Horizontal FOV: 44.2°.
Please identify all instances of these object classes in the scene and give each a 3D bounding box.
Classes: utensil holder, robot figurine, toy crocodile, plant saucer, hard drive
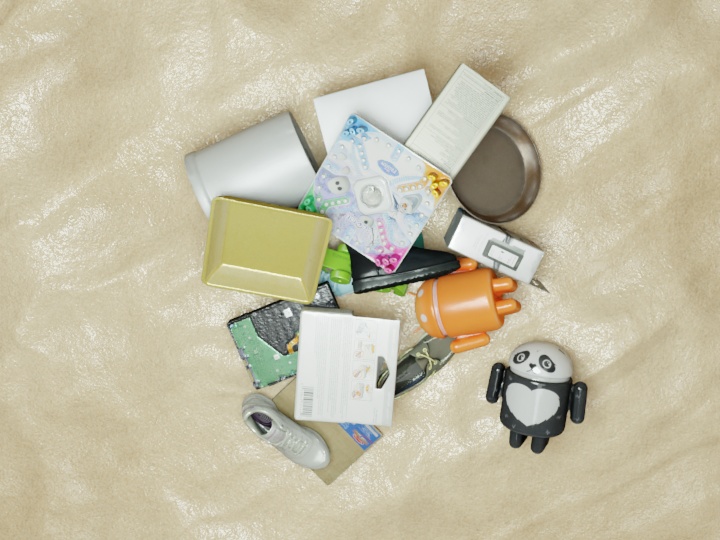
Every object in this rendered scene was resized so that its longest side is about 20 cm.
[{"bbox_3d":[-0.181,-0.168,1.557,0.200,0.170,0.170,-25,98,5],"label":"utensil holder"},{"bbox_3d":[0.185,0.062,1.595,0.199,0.117,0.144,-10,119,19],"label":"robot figurine"},{"bbox_3d":[0.322,0.230,1.628,0.150,0.125,0.201,4,101,-17],"label":"robot figurine"},{"bbox_3d":[0.000,0.000,1.612,0.199,0.062,0.068,14,71,-17],"label":"toy crocodile"},{"bbox_3d":[-0.160,-0.043,1.504,0.199,0.049,0.200,10,132,-7],"label":"plant saucer"},{"bbox_3d":[0.231,-0.180,1.573,0.200,0.032,0.201,2,86,-24],"label":"plant saucer"},{"bbox_3d":[-0.124,0.118,1.604,0.200,0.038,0.140,-23,98,5],"label":"hard drive"}]

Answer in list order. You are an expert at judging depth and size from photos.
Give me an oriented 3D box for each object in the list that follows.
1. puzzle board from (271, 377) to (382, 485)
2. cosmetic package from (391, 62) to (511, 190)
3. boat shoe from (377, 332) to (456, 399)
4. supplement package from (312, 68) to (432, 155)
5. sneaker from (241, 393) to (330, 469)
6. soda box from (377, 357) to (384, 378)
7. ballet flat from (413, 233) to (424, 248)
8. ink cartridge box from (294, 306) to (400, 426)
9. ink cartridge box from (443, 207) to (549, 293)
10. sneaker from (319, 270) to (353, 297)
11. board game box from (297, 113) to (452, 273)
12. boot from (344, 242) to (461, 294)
[{"bbox_3d":[-0.077,0.296,1.710,0.151,0.017,0.200,-43,96,7],"label":"puzzle board"},{"bbox_3d":[0.148,-0.232,1.471,0.103,0.073,0.200,36,99,-4],"label":"cosmetic package"},{"bbox_3d":[0.111,0.175,1.659,0.202,0.060,0.072,-38,96,7],"label":"boat shoe"},{"bbox_3d":[0.034,-0.253,1.563,0.199,0.111,0.156,-14,99,4],"label":"supplement package"},{"bbox_3d":[-0.145,0.315,1.656,0.200,0.100,0.075,36,96,-6],"label":"sneaker"},{"bbox_3d":[-0.053,0.143,1.658,0.199,0.063,0.068,20,99,-1],"label":"soda box"},{"bbox_3d":[0.085,-0.080,1.622,0.075,0.068,0.201,5,95,23],"label":"ballet flat"},{"bbox_3d":[-0.024,0.170,1.569,0.176,0.045,0.201,5,101,2],"label":"ink cartridge box"},{"bbox_3d":[0.255,-0.037,1.590,0.200,0.116,0.068,25,101,-3],"label":"ink cartridge box"},{"bbox_3d":[-0.094,0.018,1.627,0.199,0.082,0.074,3,101,-2],"label":"sneaker"},{"bbox_3d":[0.018,-0.122,1.463,0.200,0.026,0.200,34,115,4],"label":"board game box"},{"bbox_3d":[0.063,-0.059,1.551,0.200,0.076,0.169,-11,82,4],"label":"boot"}]
